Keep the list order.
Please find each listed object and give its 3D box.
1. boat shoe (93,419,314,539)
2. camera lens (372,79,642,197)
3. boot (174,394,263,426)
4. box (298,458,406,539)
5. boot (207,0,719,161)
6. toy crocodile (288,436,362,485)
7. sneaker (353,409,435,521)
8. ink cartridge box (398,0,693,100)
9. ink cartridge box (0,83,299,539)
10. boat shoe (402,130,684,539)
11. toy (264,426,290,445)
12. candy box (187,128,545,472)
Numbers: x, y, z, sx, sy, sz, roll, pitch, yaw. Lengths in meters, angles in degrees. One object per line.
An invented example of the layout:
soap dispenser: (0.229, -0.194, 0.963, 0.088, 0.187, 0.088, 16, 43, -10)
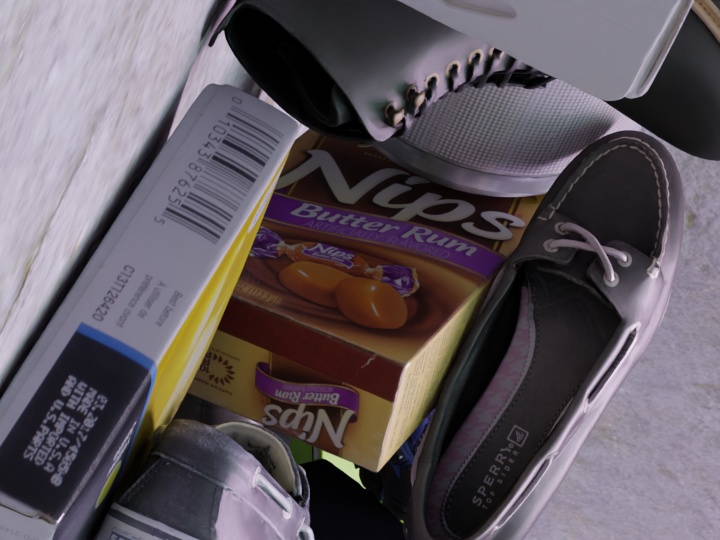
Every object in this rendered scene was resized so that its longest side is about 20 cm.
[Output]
boat shoe: (-0.047, 0.089, 0.944, 0.068, 0.072, 0.200, -66, 166, -7)
camera lens: (0.071, -0.141, 1.092, 0.200, 0.160, 0.160, 114, 3, -50)
boot: (-0.073, 0.041, 1.228, 0.131, 0.068, 0.200, 65, 43, -82)
box: (-0.076, 0.202, 1.105, 0.197, 0.117, 0.200, -8, 130, -51)
boot: (0.048, -0.071, 0.941, 0.138, 0.200, 0.077, -58, -172, -32)
toy crocodile: (-0.016, 0.161, 1.225, 0.067, 0.062, 0.200, -6, 94, -45)
sneaker: (0.027, 0.028, 1.185, 0.075, 0.078, 0.200, 85, -4, -48)
ink cartridge box: (0.076, -0.179, 0.891, 0.083, 0.145, 0.200, 111, 4, -62)
ink cartridge box: (-0.098, 0.065, 0.915, 0.200, 0.047, 0.198, 111, 4, -49)
boat shoe: (0.077, 0.033, 1.059, 0.200, 0.067, 0.057, -63, 169, -4)
toy: (-0.052, 0.122, 1.312, 0.200, 0.115, 0.047, -53, 162, 4)
candy box: (0.000, 0.000, 1.098, 0.200, 0.116, 0.057, -43, 151, -59)
